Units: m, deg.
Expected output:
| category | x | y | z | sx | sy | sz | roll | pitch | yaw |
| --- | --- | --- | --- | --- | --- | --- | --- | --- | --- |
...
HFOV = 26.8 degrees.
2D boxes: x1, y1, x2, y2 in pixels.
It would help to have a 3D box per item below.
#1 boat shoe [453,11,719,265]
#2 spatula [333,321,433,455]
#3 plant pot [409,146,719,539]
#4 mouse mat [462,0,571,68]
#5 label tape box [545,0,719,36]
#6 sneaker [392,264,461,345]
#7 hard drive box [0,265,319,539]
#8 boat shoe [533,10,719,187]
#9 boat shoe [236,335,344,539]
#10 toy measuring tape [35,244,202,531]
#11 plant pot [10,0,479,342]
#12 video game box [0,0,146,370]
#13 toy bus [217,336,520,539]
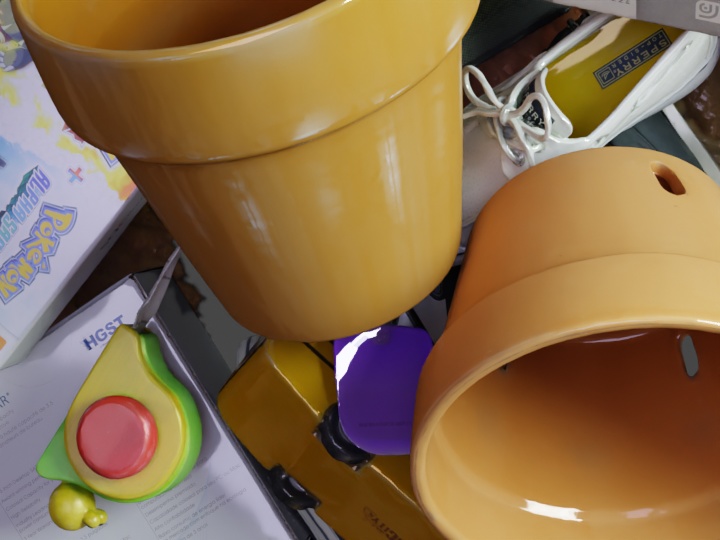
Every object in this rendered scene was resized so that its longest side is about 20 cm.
| category | x | y | z | sx | sy | sz | roll | pitch | yaw |
| --- | --- | --- | --- | --- | --- | --- | --- | --- | --- |
| boat shoe | 0.090 | -0.075 | 0.751 | 0.201 | 0.086 | 0.075 | -34 | 73 | 12 |
| spatula | 0.000 | 0.000 | 0.775 | 0.056 | 0.021 | 0.202 | -1 | 57 | -21 |
| plant pot | 0.120 | 0.038 | 0.716 | 0.197 | 0.141 | 0.201 | 0 | 137 | 0 |
| mouse mat | 0.005 | -0.169 | 0.814 | 0.199 | 0.008 | 0.162 | -32 | 89 | -16 |
| label tape box | 0.111 | -0.203 | 0.737 | 0.198 | 0.064 | 0.145 | 16 | 59 | 21 |
| sneaker | 0.038 | 0.010 | 0.834 | 0.090 | 0.066 | 0.202 | -19 | 88 | 12 |
| hard drive box | -0.129 | 0.124 | 0.862 | 0.155 | 0.077 | 0.201 | -32 | 89 | 9 |
| boat shoe | 0.159 | -0.048 | 0.809 | 0.066 | 0.074 | 0.201 | -34 | 88 | 11 |
| boat shoe | -0.005 | 0.119 | 0.846 | 0.062 | 0.075 | 0.201 | -30 | 95 | 11 |
| toy measuring tape | -0.098 | 0.053 | 0.783 | 0.073 | 0.074 | 0.201 | 32 | 93 | 5 |
| plant pot | -0.032 | -0.077 | 0.686 | 0.198 | 0.201 | 0.185 | -11 | 128 | 9 |
| video game box | -0.195 | -0.081 | 0.796 | 0.182 | 0.047 | 0.201 | 39 | 99 | 0 |
| toy bus | 0.020 | 0.106 | 0.776 | 0.200 | 0.078 | 0.065 | 41 | 135 | -3 |
